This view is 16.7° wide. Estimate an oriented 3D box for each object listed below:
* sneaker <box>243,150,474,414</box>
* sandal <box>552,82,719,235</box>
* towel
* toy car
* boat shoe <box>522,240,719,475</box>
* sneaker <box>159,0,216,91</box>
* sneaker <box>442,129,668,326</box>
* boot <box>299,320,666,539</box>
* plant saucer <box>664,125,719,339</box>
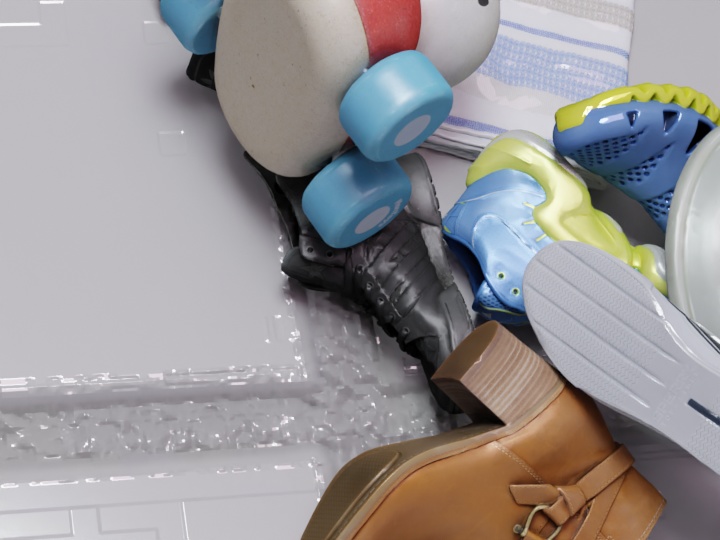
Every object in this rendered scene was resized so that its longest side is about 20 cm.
[{"bbox_3d":[0.000,-0.001,1.448,0.103,0.060,0.201,-9,66,-10],"label":"sneaker"},{"bbox_3d":[0.196,-0.057,1.486,0.199,0.079,0.088,15,71,-37],"label":"sandal"},{"bbox_3d":[0.105,-0.151,1.573,0.146,0.024,0.201,15,59,-7],"label":"towel"},{"bbox_3d":[0.020,-0.152,1.414,0.199,0.177,0.185,-28,70,-28],"label":"toy car"},{"bbox_3d":[0.172,0.061,1.374,0.200,0.071,0.072,43,98,25],"label":"boat shoe"},{"bbox_3d":[-0.077,-0.196,1.526,0.099,0.070,0.201,4,61,-9],"label":"sneaker"},{"bbox_3d":[0.128,0.014,1.473,0.200,0.076,0.105,44,80,11],"label":"sneaker"},{"bbox_3d":[0.068,0.148,1.377,0.200,0.074,0.155,-46,105,-5],"label":"boot"},{"bbox_3d":[0.263,0.002,1.456,0.199,0.050,0.202,8,77,-40],"label":"plant saucer"}]
